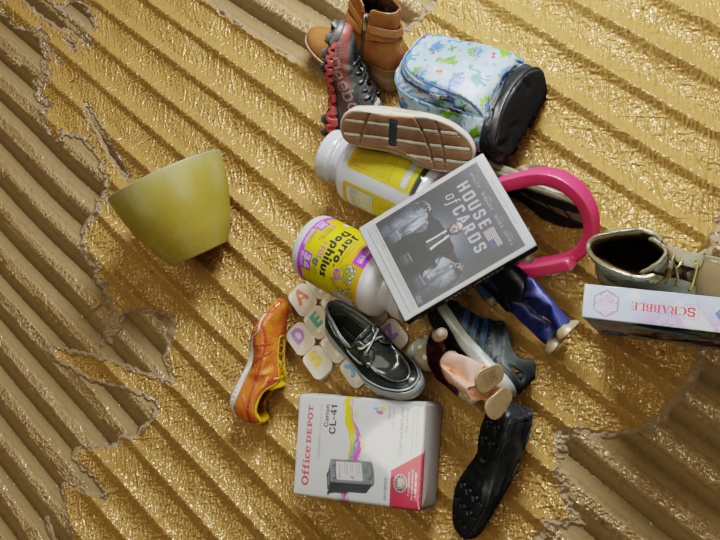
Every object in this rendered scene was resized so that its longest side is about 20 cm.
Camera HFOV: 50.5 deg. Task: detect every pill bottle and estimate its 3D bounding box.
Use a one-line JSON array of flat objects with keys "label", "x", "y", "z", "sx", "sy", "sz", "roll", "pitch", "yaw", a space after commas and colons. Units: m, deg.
[{"label": "pill bottle", "x": 0.000, "y": 0.000, "z": 1.120, "sx": 0.199, "sy": 0.104, "sz": 0.105, "roll": 27, "pitch": 91, "yaw": 32}, {"label": "pill bottle", "x": 0.032, "y": -0.140, "z": 1.151, "sx": 0.198, "sy": 0.112, "sz": 0.113, "roll": 28, "pitch": 91, "yaw": 25}]

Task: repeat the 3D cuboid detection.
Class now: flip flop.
[{"label": "flip flop", "x": 0.248, "y": -0.123, "z": 1.083, "sx": 0.199, "sy": 0.081, "sz": 0.058, "roll": 31, "pitch": 78, "yaw": 30}]

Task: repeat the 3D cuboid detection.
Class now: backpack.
[{"label": "backpack", "x": 0.146, "y": -0.261, "z": 1.115, "sx": 0.198, "sy": 0.154, "sz": 0.164, "roll": 18, "pitch": 60, "yaw": 40}]

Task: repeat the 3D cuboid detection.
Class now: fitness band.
[{"label": "fitness band", "x": 0.230, "y": -0.064, "z": 1.042, "sx": 0.198, "sy": 0.037, "sz": 0.145, "roll": -11, "pitch": 104, "yaw": 44}]

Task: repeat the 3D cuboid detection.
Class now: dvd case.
[{"label": "dvd case", "x": 0.114, "y": -0.043, "z": 1.021, "sx": 0.198, "sy": 0.025, "sz": 0.152, "roll": -31, "pitch": 70, "yaw": 10}]

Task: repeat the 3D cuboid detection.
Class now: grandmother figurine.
[{"label": "grandmother figurine", "x": 0.123, "y": 0.131, "z": 1.041, "sx": 0.060, "sy": 0.199, "sz": 0.123, "roll": -20, "pitch": 105, "yaw": -22}]

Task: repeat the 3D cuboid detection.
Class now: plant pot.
[{"label": "plant pot", "x": -0.292, "y": -0.093, "z": 1.257, "sx": 0.198, "sy": 0.200, "sz": 0.144, "roll": -22, "pitch": 97, "yaw": 18}]

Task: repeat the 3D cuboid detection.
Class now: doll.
[{"label": "doll", "x": 0.207, "y": 0.021, "z": 1.046, "sx": 0.200, "sy": 0.137, "sz": 0.048, "roll": 44, "pitch": 58, "yaw": 16}]

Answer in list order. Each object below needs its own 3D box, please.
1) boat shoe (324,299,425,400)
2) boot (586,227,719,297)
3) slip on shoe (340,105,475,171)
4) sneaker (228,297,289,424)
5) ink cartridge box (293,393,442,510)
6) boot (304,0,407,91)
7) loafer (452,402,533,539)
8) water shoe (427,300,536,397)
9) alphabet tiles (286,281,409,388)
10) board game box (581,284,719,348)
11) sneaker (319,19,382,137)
[{"label": "boat shoe", "x": 0.009, "y": 0.112, "z": 1.092, "sx": 0.072, "sy": 0.071, "sz": 0.199, "roll": -41, "pitch": 50, "yaw": -20}, {"label": "boot", "x": 0.386, "y": -0.003, "z": 0.949, "sx": 0.197, "sy": 0.154, "sz": 0.073, "roll": 11, "pitch": 84, "yaw": 25}, {"label": "slip on shoe", "x": 0.071, "y": -0.192, "z": 1.079, "sx": 0.197, "sy": 0.061, "sz": 0.077, "roll": 13, "pitch": 116, "yaw": 18}, {"label": "sneaker", "x": -0.141, "y": 0.143, "z": 1.202, "sx": 0.076, "sy": 0.073, "sz": 0.203, "roll": 18, "pitch": 97, "yaw": 18}, {"label": "ink cartridge box", "x": 0.011, "y": 0.257, "z": 1.100, "sx": 0.197, "sy": 0.085, "sz": 0.150, "roll": 0, "pitch": 80, "yaw": 22}, {"label": "boot", "x": -0.012, "y": -0.376, "z": 1.185, "sx": 0.199, "sy": 0.156, "sz": 0.077, "roll": 37, "pitch": 68, "yaw": 23}, {"label": "loafer", "x": 0.182, "y": 0.274, "z": 1.032, "sx": 0.068, "sy": 0.070, "sz": 0.203, "roll": 37, "pitch": 113, "yaw": 56}, {"label": "water shoe", "x": 0.168, "y": 0.095, "z": 1.084, "sx": 0.078, "sy": 0.072, "sz": 0.201, "roll": -28, "pitch": 63, "yaw": -16}, {"label": "alphabet tiles", "x": -0.022, "y": 0.073, "z": 1.188, "sx": 0.200, "sy": 0.015, "sz": 0.196, "roll": -43, "pitch": 67, "yaw": 11}, {"label": "board game box", "x": 0.379, "y": 0.060, "z": 0.917, "sx": 0.197, "sy": 0.200, "sz": 0.042, "roll": 6, "pitch": 82, "yaw": 25}, {"label": "sneaker", "x": -0.011, "y": -0.288, "z": 1.179, "sx": 0.096, "sy": 0.202, "sz": 0.071, "roll": 10, "pitch": 41, "yaw": 12}]
